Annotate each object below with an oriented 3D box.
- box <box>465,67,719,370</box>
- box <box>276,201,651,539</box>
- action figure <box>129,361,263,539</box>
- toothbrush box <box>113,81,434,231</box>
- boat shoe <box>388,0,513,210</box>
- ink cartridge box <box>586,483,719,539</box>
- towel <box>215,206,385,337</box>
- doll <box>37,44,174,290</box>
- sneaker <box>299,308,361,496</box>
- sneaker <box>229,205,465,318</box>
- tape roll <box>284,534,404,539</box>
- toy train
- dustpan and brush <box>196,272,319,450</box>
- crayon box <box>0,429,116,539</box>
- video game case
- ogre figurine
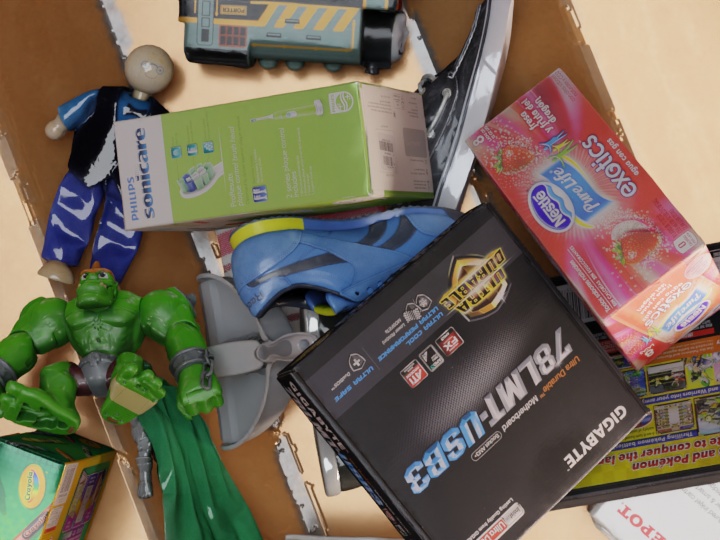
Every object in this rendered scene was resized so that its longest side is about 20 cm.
[{"bbox_3d":[0.178,-0.039,1.469,0.094,0.103,0.201,-37,57,4],"label":"box"},{"bbox_3d":[0.076,0.089,1.394,0.200,0.050,0.199,-39,93,-19],"label":"box"},{"bbox_3d":[-0.139,0.161,1.531,0.055,0.118,0.201,-36,67,31],"label":"action figure"},{"bbox_3d":[-0.063,-0.082,1.462,0.198,0.145,0.087,-6,89,20],"label":"toothbrush box"},{"bbox_3d":[0.068,-0.127,1.539,0.067,0.072,0.202,17,97,5],"label":"boat shoe"},{"bbox_3d":[0.289,0.157,1.501,0.146,0.084,0.200,40,91,5],"label":"ink cartridge box"},{"bbox_3d":[-0.041,-0.014,1.547,0.145,0.030,0.202,-14,86,19],"label":"towel"},{"bbox_3d":[-0.190,-0.082,1.561,0.135,0.048,0.202,16,90,-6],"label":"doll"},{"bbox_3d":[0.007,0.068,1.486,0.098,0.071,0.202,-7,71,-4],"label":"sneaker"},{"bbox_3d":[0.000,0.000,1.450,0.198,0.066,0.079,-6,65,-23],"label":"sneaker"},{"bbox_3d":[0.006,0.302,1.457,0.138,0.203,0.205,1,88,4],"label":"tape roll"},{"bbox_3d":[-0.054,-0.215,1.546,0.198,0.085,0.115,4,100,2],"label":"toy train"},{"bbox_3d":[-0.077,0.063,1.481,0.057,0.199,0.141,-6,86,-41],"label":"dustpan and brush"},{"bbox_3d":[-0.247,0.187,1.478,0.058,0.200,0.120,20,89,4],"label":"crayon box"},{"bbox_3d":[0.219,0.078,1.473,0.198,0.025,0.182,-12,64,20],"label":"video game case"},{"bbox_3d":[-0.204,0.064,1.502,0.199,0.120,0.098,-19,130,20],"label":"ogre figurine"}]
